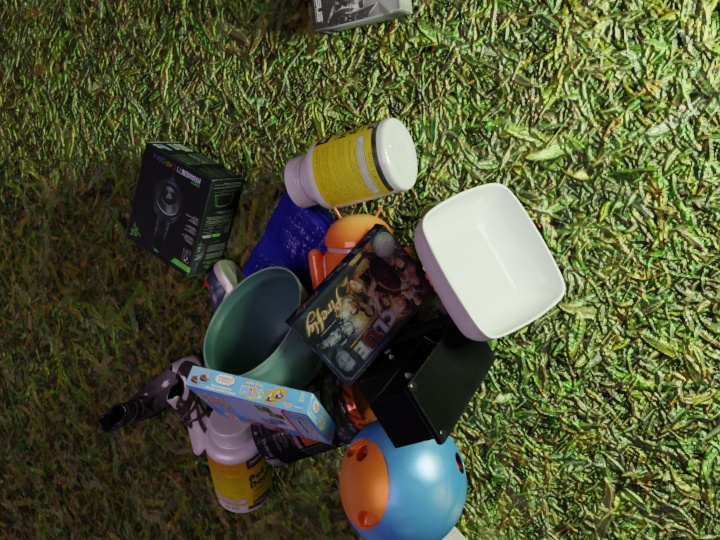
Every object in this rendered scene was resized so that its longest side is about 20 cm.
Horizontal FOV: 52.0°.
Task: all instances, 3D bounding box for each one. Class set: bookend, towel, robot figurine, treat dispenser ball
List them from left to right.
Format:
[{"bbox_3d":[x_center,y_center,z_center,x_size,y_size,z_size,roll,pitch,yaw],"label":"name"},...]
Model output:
[{"bbox_3d":[-0.119,-0.026,1.272,0.147,0.049,0.202,41,116,17],"label":"towel"},{"bbox_3d":[0.002,0.000,1.169,0.142,0.115,0.205,7,103,46],"label":"robot figurine"},{"bbox_3d":[0.065,0.324,1.134,0.197,0.200,0.206,5,101,29],"label":"treat dispenser ball"},{"bbox_3d":[0.063,0.166,1.054,0.198,0.199,0.093,-25,102,41],"label":"bookend"}]

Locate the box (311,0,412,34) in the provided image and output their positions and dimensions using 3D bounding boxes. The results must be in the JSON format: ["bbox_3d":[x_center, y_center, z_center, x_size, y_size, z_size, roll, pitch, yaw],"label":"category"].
[{"bbox_3d":[-0.006,-0.482,1.133,0.155,0.048,0.205,-2,97,31],"label":"box"}]

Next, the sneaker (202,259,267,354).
[{"bbox_3d":[-0.222,0.083,1.339,0.084,0.074,0.202,-41,67,27],"label":"sneaker"}]

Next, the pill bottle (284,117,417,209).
[{"bbox_3d":[-0.019,-0.159,1.156,0.197,0.111,0.114,-12,92,30],"label":"pill bottle"}]

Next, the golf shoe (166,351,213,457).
[{"bbox_3d":[-0.327,0.259,1.405,0.077,0.093,0.205,7,100,53],"label":"golf shoe"}]

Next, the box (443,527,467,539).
[{"bbox_3d":[0.177,0.498,1.166,0.200,0.082,0.049,46,118,16],"label":"box"}]

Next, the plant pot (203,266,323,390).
[{"bbox_3d":[-0.138,0.117,1.203,0.198,0.134,0.203,-24,43,24],"label":"plant pot"}]

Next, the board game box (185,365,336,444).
[{"bbox_3d":[-0.147,0.205,1.119,0.196,0.152,0.037,9,64,17],"label":"board game box"}]

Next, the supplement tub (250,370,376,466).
[{"bbox_3d":[-0.076,0.243,1.239,0.197,0.122,0.125,-22,87,20],"label":"supplement tub"}]

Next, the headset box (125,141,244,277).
[{"bbox_3d":[-0.326,-0.108,1.354,0.172,0.092,0.203,29,112,23],"label":"headset box"}]

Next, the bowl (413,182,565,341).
[{"bbox_3d":[0.172,-0.008,1.036,0.202,0.198,0.075,61,146,8],"label":"bowl"}]

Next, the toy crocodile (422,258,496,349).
[{"bbox_3d":[0.142,0.035,1.102,0.061,0.068,0.202,-35,92,14],"label":"toy crocodile"}]

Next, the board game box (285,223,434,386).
[{"bbox_3d":[0.003,0.051,1.095,0.200,0.034,0.136,-47,113,-10],"label":"board game box"}]

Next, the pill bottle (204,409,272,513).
[{"bbox_3d":[-0.217,0.329,1.313,0.108,0.109,0.203,20,133,25],"label":"pill bottle"}]

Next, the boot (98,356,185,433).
[{"bbox_3d":[-0.415,0.252,1.441,0.200,0.131,0.070,-45,75,28],"label":"boot"}]
